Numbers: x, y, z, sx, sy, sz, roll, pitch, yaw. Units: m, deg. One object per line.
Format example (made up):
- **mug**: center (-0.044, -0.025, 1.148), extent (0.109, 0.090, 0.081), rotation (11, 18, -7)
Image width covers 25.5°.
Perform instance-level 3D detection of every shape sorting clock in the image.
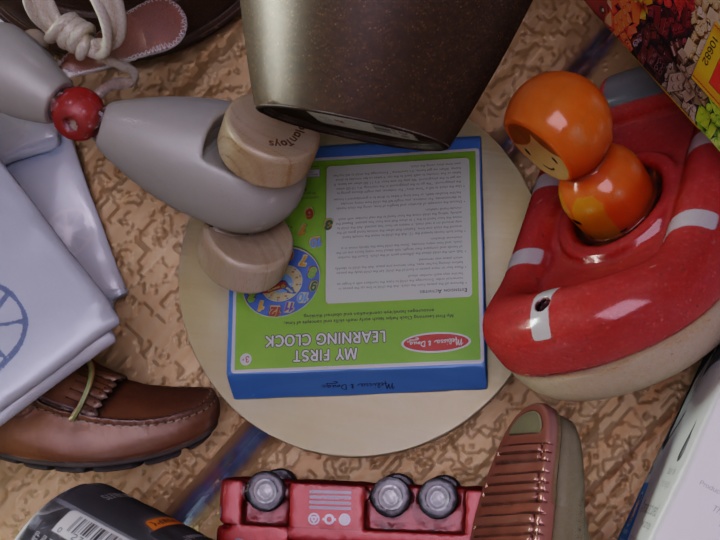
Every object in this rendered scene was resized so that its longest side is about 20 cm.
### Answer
- **shape sorting clock**: center (0.000, 0.000, 0.850), extent (0.198, 0.039, 0.202), rotation (-3, 72, 8)

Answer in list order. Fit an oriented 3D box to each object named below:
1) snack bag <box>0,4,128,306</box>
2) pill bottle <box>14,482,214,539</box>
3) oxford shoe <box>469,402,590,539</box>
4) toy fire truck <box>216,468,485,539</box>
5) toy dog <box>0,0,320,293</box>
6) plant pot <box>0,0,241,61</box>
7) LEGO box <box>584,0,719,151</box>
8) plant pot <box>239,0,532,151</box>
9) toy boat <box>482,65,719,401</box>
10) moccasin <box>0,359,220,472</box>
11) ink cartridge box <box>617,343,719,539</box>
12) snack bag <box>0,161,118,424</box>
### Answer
- **snack bag**: center (-0.247, -0.041, 0.890), extent (0.187, 0.021, 0.202), rotation (-21, 82, 2)
- **pill bottle**: center (-0.075, 0.188, 0.762), extent (0.199, 0.106, 0.107), rotation (22, 86, 27)
- **oxford shoe**: center (0.095, 0.167, 0.768), extent (0.073, 0.071, 0.202), rotation (7, 83, -20)
- **toy fire truck**: center (0.022, 0.177, 0.823), extent (0.198, 0.049, 0.143), rotation (1, 85, 7)
- **toy dog**: center (-0.097, -0.083, 0.819), extent (0.200, 0.096, 0.132), rotation (44, 129, -7)
- **plant pot**: center (-0.136, -0.229, 0.804), extent (0.198, 0.198, 0.202), rotation (0, 81, 0)
- **LEGO box**: center (0.228, -0.132, 0.756), extent (0.199, 0.078, 0.149), rotation (-15, 52, -28)
- **plant pot**: center (0.016, -0.163, 0.730), extent (0.185, 0.187, 0.202), rotation (11, 88, 7)
- **toy boat**: center (0.115, -0.040, 0.761), extent (0.130, 0.131, 0.201), rotation (-15, 41, 41)
- **moccasin**: center (-0.173, 0.058, 0.843), extent (0.199, 0.074, 0.079), rotation (9, 103, 11)
- **ink cartridge box**: center (0.202, 0.071, 0.769), extent (0.083, 0.145, 0.201), rotation (25, 86, 9)
- **snack bag**: center (-0.250, 0.010, 0.808), extent (0.188, 0.021, 0.200), rotation (-37, 74, -6)
